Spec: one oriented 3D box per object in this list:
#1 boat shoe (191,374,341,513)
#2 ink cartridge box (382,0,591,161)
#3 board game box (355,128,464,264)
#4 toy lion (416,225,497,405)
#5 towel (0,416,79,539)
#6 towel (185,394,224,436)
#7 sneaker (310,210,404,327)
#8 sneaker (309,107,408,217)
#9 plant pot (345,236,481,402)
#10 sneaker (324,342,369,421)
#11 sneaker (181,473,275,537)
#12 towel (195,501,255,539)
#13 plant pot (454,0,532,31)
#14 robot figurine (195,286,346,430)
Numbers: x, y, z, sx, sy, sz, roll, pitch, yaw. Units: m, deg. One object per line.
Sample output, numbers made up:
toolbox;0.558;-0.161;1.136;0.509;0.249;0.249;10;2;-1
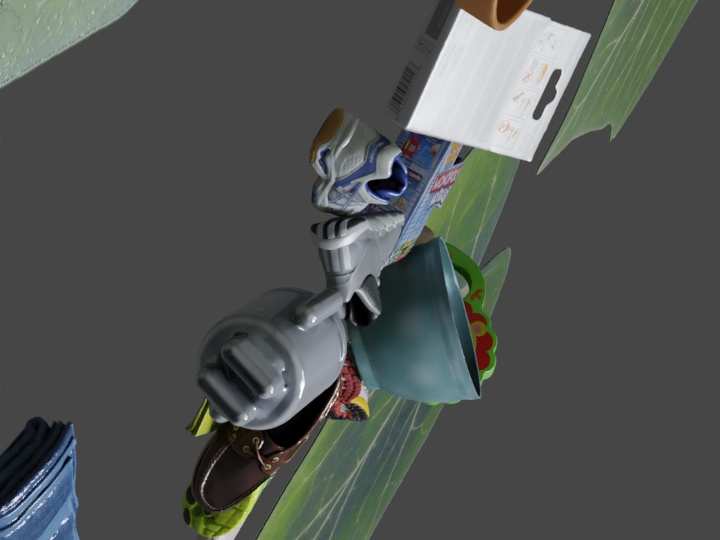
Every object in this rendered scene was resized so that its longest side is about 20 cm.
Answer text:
boat shoe;-0.097;0.167;1.674;0.200;0.070;0.070;-51;-162;-5
ink cartridge box;0.137;-0.211;1.747;0.199;0.050;0.162;8;114;-43
board game box;0.074;-0.118;1.899;0.201;0.061;0.200;-64;168;17
toy lion;0.096;0.066;2.102;0.201;0.191;0.069;-56;168;-22
towel;-0.262;0.205;1.271;0.112;0.048;0.201;-51;165;-35
towel;-0.128;0.122;1.725;0.087;0.018;0.200;-66;167;9
sneaker;0.000;0.000;1.720;0.200;0.075;0.116;-17;100;-69
sneaker;0.003;-0.086;1.611;0.076;0.088;0.200;-60;170;-10
plant pot;0.058;0.071;1.976;0.200;0.133;0.202;-14;90;-82
sneaker;-0.030;0.121;2.036;0.200;0.077;0.083;79;15;-66
sneaker;-0.118;0.209;1.771;0.200;0.074;0.084;-52;166;14
towel;-0.160;0.298;1.903;0.201;0.032;0.191;-61;177;2
plant pot;0.100;-0.319;1.348;0.201;0.140;0.200;-57;168;-18
robot figurine;-0.082;0.081;1.578;0.170;0.113;0.200;-42;176;24
